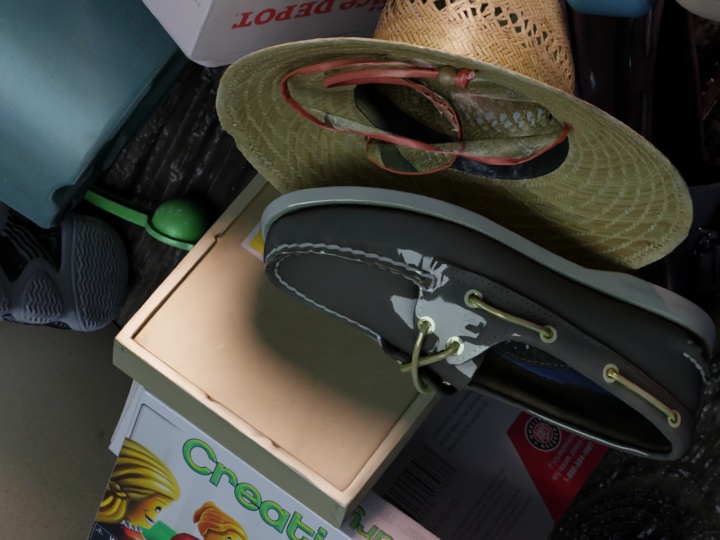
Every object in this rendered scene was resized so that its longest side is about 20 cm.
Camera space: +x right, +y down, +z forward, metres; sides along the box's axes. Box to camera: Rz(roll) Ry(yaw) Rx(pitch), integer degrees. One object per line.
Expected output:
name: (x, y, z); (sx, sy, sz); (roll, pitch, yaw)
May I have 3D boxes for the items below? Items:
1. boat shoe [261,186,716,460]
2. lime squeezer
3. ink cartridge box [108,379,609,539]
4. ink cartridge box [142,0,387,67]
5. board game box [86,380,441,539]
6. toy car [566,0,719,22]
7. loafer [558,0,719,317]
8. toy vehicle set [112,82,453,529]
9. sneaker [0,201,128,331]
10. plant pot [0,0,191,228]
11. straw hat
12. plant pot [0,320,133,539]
boat shoe: (0.051, 0.023, 0.815); (0.200, 0.061, 0.072); (18, 149, -8)
lime squeezer: (-0.085, -0.038, 1.009); (0.199, 0.038, 0.071); (-13, 110, 38)
ink cartridge box: (0.001, 0.081, 0.955); (0.199, 0.145, 0.084); (37, 135, 7)
ink cartridge box: (-0.004, -0.190, 0.783); (0.083, 0.146, 0.201); (51, 135, 24)
board game box: (-0.027, 0.141, 0.888); (0.199, 0.035, 0.127); (34, 132, 11)
toy car: (0.169, -0.189, 0.707); (0.182, 0.177, 0.202); (8, 93, 14)
loafer: (0.128, -0.047, 0.849); (0.062, 0.072, 0.202); (-6, 111, 30)
toy vehicle set: (0.000, 0.000, 0.874); (0.124, 0.200, 0.027); (35, 154, 10)
sneaker: (-0.217, -0.010, 1.018); (0.114, 0.199, 0.076); (3, 81, 29)
plant pot: (-0.175, -0.137, 0.918); (0.196, 0.201, 0.200); (38, 132, -5)
straw hat: (0.045, -0.077, 0.786); (0.199, 0.086, 0.201); (12, 159, 5)
plant pot: (-0.216, 0.119, 1.125); (0.199, 0.134, 0.202); (16, 126, 23)
